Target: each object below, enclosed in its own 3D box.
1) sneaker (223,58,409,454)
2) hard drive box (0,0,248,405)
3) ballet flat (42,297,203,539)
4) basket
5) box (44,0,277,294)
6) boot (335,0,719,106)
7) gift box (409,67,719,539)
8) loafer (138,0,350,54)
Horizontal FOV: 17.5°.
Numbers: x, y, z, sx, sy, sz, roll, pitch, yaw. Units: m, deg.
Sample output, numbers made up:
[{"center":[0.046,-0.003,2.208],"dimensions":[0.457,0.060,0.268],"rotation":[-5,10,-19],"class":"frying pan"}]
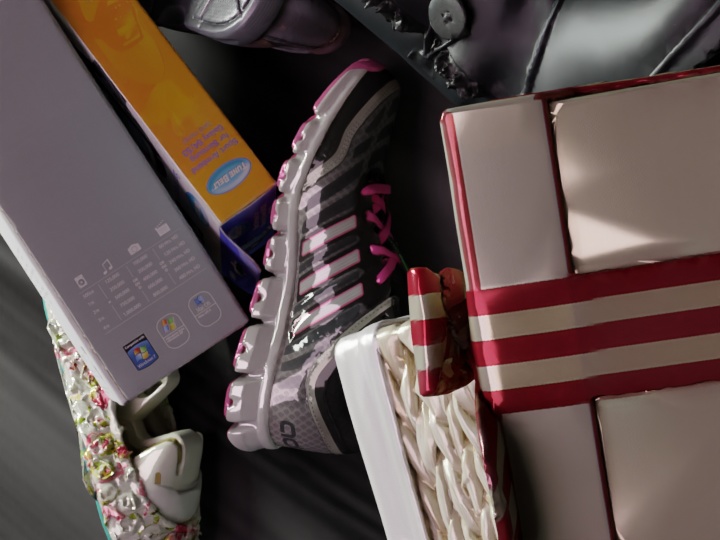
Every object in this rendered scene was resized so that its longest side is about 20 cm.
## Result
[{"center":[0.000,0.000,1.134],"dimensions":[0.087,0.074,0.201],"rotation":[16,93,14],"class":"sneaker"},{"center":[-0.148,-0.035,1.197],"dimensions":[0.200,0.077,0.156],"rotation":[57,171,-4],"class":"hard drive box"},{"center":[-0.124,0.083,1.297],"dimensions":[0.064,0.076,0.201],"rotation":[-22,84,30],"class":"ballet flat"},{"center":[0.097,0.097,0.992],"dimensions":[0.123,0.135,0.201],"rotation":[-26,79,46],"class":"basket"},{"center":[-0.102,-0.079,1.187],"dimensions":[0.200,0.041,0.119],"rotation":[51,170,7],"class":"box"},{"center":[0.078,-0.126,0.981],"dimensions":[0.168,0.076,0.200],"rotation":[49,140,7],"class":"boot"},{"center":[0.121,0.025,0.800],"dimensions":[0.186,0.184,0.201],"rotation":[-7,89,15],"class":"gift box"},{"center":[-0.070,-0.145,1.189],"dimensions":[0.072,0.063,0.200],"rotation":[-63,31,6],"class":"loafer"}]
